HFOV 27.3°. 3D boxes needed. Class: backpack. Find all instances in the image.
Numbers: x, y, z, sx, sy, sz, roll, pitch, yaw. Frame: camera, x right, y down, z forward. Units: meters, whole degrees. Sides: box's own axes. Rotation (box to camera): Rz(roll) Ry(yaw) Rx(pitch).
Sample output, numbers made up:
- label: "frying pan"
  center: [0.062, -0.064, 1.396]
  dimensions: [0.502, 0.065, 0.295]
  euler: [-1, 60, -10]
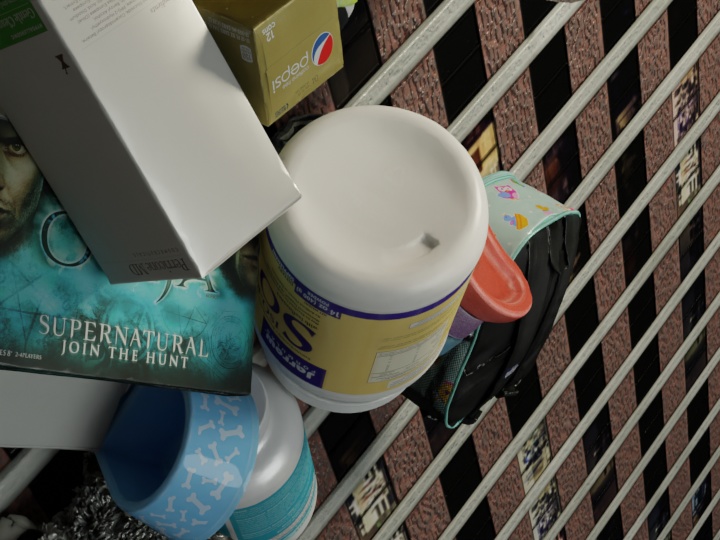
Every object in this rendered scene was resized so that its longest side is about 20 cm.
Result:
- label: "backpack"
  center: [0.101, 0.010, 1.303]
  dimensions: [0.175, 0.153, 0.201]
  euler: [-22, 145, -52]

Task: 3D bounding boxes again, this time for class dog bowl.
- label: "dog bowl"
  center: [-0.135, 0.091, 0.985]
  dimensions: [0.049, 0.200, 0.112]
  euler: [24, 109, -36]

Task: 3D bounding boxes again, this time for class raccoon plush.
- label: "raccoon plush"
  center: [-0.163, 0.217, 1.035]
  dimensions: [0.135, 0.198, 0.097]
  euler: [-59, 168, -26]

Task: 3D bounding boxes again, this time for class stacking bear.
- label: "stacking bear"
  center: [0.017, 0.032, 1.180]
  dimensions: [0.199, 0.122, 0.114]
  euler: [-30, -175, 24]

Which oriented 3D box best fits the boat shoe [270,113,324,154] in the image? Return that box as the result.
- label: "boat shoe"
  center: [-0.003, -0.087, 1.167]
  dimensions: [0.200, 0.070, 0.092]
  euler: [-35, 122, -55]

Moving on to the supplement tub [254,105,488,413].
- label: "supplement tub"
  center: [0.000, 0.000, 0.999]
  dimensions: [0.146, 0.145, 0.201]
  euler: [-47, 166, -27]

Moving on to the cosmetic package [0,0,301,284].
- label: "cosmetic package"
  center: [-0.130, -0.098, 0.780]
  dimensions: [0.085, 0.107, 0.201]
  euler: [-40, 110, -32]

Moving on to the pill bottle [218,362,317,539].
- label: "pill bottle"
  center: [-0.093, 0.138, 1.107]
  dimensions: [0.111, 0.110, 0.201]
  euler: [-52, 162, -20]

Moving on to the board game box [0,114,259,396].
- label: "board game box"
  center: [-0.140, -0.003, 0.862]
  dimensions: [0.199, 0.028, 0.137]
  euler: [12, 78, -47]

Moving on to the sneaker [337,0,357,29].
- label: "sneaker"
  center: [-0.061, -0.166, 1.016]
  dimensions: [0.199, 0.071, 0.084]
  euler: [-24, 136, -53]

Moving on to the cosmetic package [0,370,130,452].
- label: "cosmetic package"
  center: [-0.229, 0.046, 0.905]
  dimensions: [0.199, 0.090, 0.108]
  euler: [17, 98, -62]

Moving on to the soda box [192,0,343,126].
- label: "soda box"
  center: [-0.107, -0.156, 0.835]
  dimensions: [0.068, 0.199, 0.064]
  euler: [-42, 143, -31]

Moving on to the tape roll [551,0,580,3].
- label: "tape roll"
  center: [0.088, -0.267, 1.054]
  dimensions: [0.202, 0.201, 0.071]
  euler: [26, 90, -59]
